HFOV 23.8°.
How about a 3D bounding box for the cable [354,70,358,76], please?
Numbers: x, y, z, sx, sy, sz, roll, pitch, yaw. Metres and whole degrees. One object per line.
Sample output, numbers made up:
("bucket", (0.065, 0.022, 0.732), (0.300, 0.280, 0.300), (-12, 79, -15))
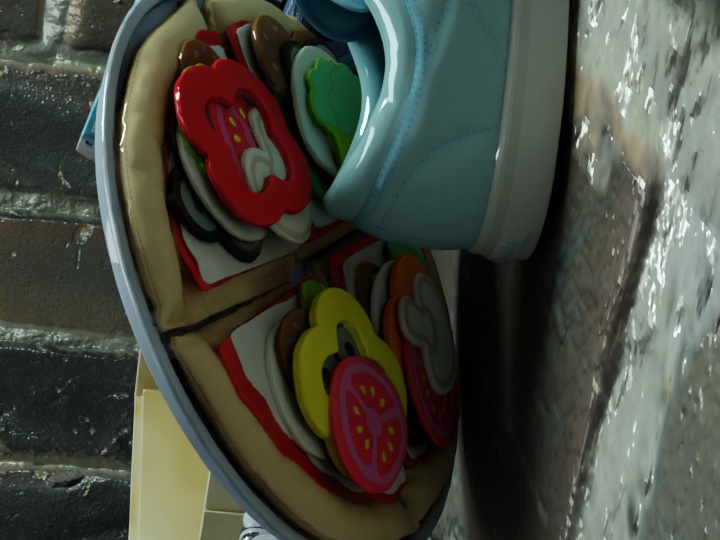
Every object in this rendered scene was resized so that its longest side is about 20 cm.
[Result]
("cable", (0.000, 0.000, 0.800), (0.098, 0.050, 0.202), (96, -174, -58))

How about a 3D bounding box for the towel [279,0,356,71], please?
("towel", (-0.016, -0.130, 0.831), (0.200, 0.048, 0.113), (166, 126, -78))

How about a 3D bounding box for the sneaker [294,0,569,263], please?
("sneaker", (0.022, -0.106, 0.535), (0.074, 0.081, 0.203), (131, 143, -72))

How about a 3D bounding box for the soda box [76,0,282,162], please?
("soda box", (-0.066, -0.138, 0.794), (0.068, 0.063, 0.202), (170, 121, -78))

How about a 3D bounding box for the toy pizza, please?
("toy pizza", (-0.013, -0.004, 0.551), (0.200, 0.031, 0.202), (44, -145, -42))

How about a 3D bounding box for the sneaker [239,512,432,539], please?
("sneaker", (-0.011, 0.164, 0.605), (0.200, 0.074, 0.116), (-111, 30, -63))

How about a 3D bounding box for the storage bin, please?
("storage bin", (-0.108, 0.076, 1.201), (0.199, 0.092, 0.202), (-98, 16, -55))
